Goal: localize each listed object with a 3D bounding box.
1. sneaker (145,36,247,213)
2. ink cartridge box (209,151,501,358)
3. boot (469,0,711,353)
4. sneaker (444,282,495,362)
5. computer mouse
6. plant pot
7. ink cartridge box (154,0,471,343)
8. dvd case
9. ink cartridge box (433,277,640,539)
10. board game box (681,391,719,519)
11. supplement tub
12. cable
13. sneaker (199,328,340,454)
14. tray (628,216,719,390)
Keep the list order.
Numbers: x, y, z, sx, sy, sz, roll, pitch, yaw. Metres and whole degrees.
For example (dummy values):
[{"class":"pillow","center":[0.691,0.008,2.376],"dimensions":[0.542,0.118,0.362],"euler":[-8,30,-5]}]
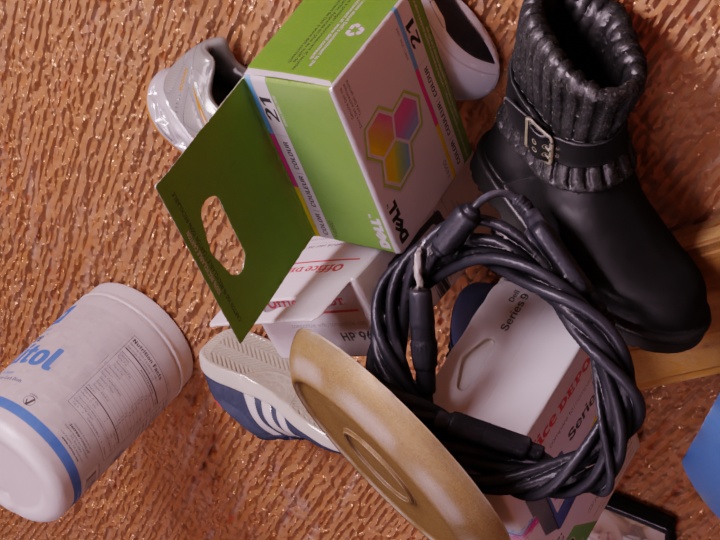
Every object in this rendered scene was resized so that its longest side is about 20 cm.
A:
[{"class":"sneaker","center":[-0.074,-0.088,1.264],"dimensions":[0.200,0.076,0.092],"euler":[46,139,-6]},{"class":"ink cartridge box","center":[0.000,0.000,1.174],"dimensions":[0.116,0.200,0.068],"euler":[-5,123,45]},{"class":"boot","center":[0.156,-0.062,1.040],"dimensions":[0.211,0.079,0.158],"euler":[46,143,20]},{"class":"sneaker","center":[0.085,0.088,1.294],"dimensions":[0.078,0.070,0.201],"euler":[25,136,41]},{"class":"computer mouse","center":[0.016,-0.187,1.106],"dimensions":[0.200,0.044,0.110],"euler":[50,142,-9]},{"class":"plant pot","center":[0.019,0.120,1.084],"dimensions":[0.200,0.027,0.200],"euler":[45,168,13]},{"class":"ink cartridge box","center":[-0.023,-0.065,1.059],"dimensions":[0.075,0.200,0.148],"euler":[12,142,33]},{"class":"dvd case","center":[0.167,0.219,1.391],"dimensions":[0.199,0.018,0.143],"euler":[20,138,28]},{"class":"ink cartridge box","center":[0.118,0.122,1.190],"dimensions":[0.087,0.146,0.200],"euler":[20,155,31]},{"class":"board game box","center":[0.314,0.129,1.150],"dimensions":[0.158,0.039,0.200],"euler":[31,142,15]},{"class":"supplement tub","center":[-0.262,0.120,1.530],"dimensions":[0.132,0.200,0.132],"euler":[24,139,22]},{"class":"cable","center":[0.088,0.062,1.043],"dimensions":[0.163,0.051,0.200],"euler":[-38,78,23]},{"class":"sneaker","center":[-0.054,0.123,1.454],"dimensions":[0.200,0.075,0.085],"euler":[27,140,35]},{"class":"tray","center":[0.234,0.020,1.120],"dimensions":[0.200,0.037,0.099],"euler":[-20,112,49]}]
